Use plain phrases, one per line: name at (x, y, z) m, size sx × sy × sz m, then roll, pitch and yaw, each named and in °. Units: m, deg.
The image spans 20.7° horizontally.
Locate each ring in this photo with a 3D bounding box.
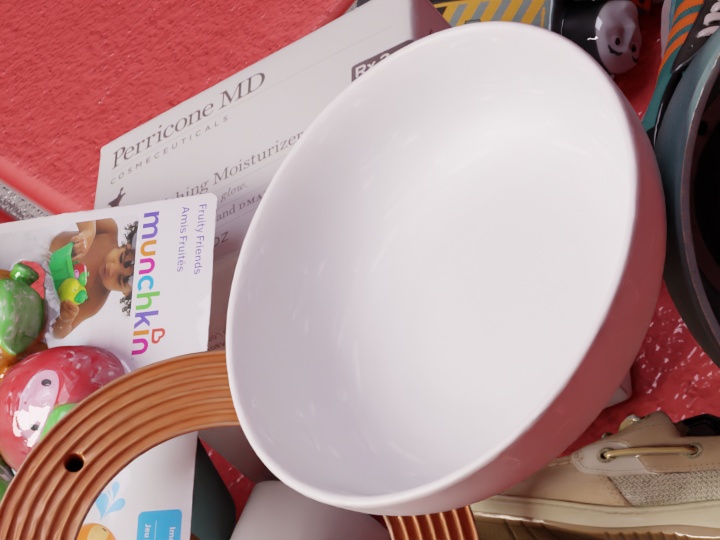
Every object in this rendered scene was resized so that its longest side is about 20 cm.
ring at (-0.051, 0.124, 0.786) m, size 0.200 × 0.019 × 0.201 m, roll 0°, pitch 62°, yaw 0°

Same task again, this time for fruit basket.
fruit basket at (-0.160, 0.059, 0.873) m, size 0.200 × 0.094 × 0.186 m, roll -8°, pitch 67°, yaw 30°

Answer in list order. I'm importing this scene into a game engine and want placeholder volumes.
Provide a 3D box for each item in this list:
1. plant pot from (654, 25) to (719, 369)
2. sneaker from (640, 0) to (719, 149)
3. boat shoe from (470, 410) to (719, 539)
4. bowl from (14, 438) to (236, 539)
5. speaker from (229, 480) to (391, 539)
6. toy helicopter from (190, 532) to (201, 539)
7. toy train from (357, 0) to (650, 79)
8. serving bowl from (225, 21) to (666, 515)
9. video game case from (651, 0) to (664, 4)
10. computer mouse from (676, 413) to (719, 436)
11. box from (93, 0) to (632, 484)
plant pot at (0.200, -0.030, 0.788) m, size 0.200 × 0.200 × 0.134 m, roll -47°, pitch 9°, yaw -5°
sneaker at (0.186, -0.102, 0.999) m, size 0.200 × 0.071 × 0.080 m, roll -68°, pitch 9°, yaw -19°
boat shoe at (0.125, 0.096, 0.824) m, size 0.200 × 0.072 × 0.065 m, roll -4°, pitch 52°, yaw 32°
bowl at (-0.139, 0.150, 1.009) m, size 0.201 × 0.105 × 0.201 m, roll -45°, pitch 14°, yaw 14°
speaker at (-0.053, 0.202, 0.934) m, size 0.081 × 0.081 × 0.200 m, roll -1°, pitch 55°, yaw 41°
toy helicopter at (-0.015, 0.165, 0.840) m, size 0.200 × 0.132 × 0.079 m, roll 31°, pitch 73°, yaw 9°
toy train at (0.081, -0.152, 1.144) m, size 0.200 × 0.085 × 0.114 m, roll -1°, pitch 81°, yaw 39°
serving bowl at (0.040, 0.006, 0.770) m, size 0.200 × 0.066 × 0.200 m, roll -22°, pitch 53°, yaw 33°
video game case at (0.227, -0.209, 1.127) m, size 0.200 × 0.017 × 0.143 m, roll 12°, pitch 63°, yaw 47°
computer mouse at (0.155, 0.129, 0.859) m, size 0.200 × 0.046 × 0.141 m, roll -37°, pitch 54°, yaw 11°
box at (0.000, 0.000, 0.978) m, size 0.199 × 0.200 × 0.131 m, roll -26°, pitch 41°, yaw 25°
